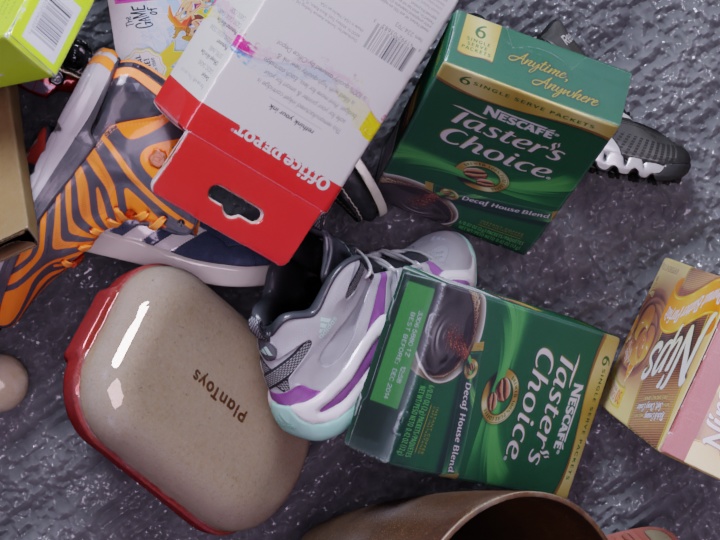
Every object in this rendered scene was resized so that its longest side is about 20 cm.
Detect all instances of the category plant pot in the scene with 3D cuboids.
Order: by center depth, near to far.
[{"bbox_3d":[0.039,0.223,1.354,0.186,0.199,0.189,-3,96,-36],"label":"plant pot"}]

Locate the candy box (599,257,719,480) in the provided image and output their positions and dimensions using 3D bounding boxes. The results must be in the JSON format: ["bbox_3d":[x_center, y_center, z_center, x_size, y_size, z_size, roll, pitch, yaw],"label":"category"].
[{"bbox_3d":[0.221,0.061,1.368,0.055,0.200,0.116,24,93,-7],"label":"candy box"}]

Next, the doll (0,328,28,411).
[{"bbox_3d":[-0.294,0.013,1.393,0.136,0.048,0.200,-39,96,0],"label":"doll"}]

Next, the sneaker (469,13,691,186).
[{"bbox_3d":[0.140,-0.121,1.413,0.198,0.066,0.091,19,95,-4],"label":"sneaker"}]

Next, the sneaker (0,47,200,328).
[{"bbox_3d":[-0.163,-0.032,1.322,0.111,0.078,0.201,28,109,-8],"label":"sneaker"}]

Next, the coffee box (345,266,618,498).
[{"bbox_3d":[0.085,0.078,1.370,0.199,0.044,0.124,19,91,-48],"label":"coffee box"}]

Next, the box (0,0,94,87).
[{"bbox_3d":[-0.241,-0.167,1.291,0.048,0.199,0.123,42,59,-35],"label":"box"}]

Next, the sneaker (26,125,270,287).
[{"bbox_3d":[-0.133,-0.046,1.389,0.198,0.075,0.085,13,98,-6],"label":"sneaker"}]

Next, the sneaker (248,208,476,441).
[{"bbox_3d":[0.000,0.000,1.352,0.200,0.077,0.141,-48,132,-36],"label":"sneaker"}]

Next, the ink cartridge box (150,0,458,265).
[{"bbox_3d":[-0.044,-0.118,1.274,0.116,0.067,0.201,30,96,-31],"label":"ink cartridge box"}]

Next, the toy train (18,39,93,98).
[{"bbox_3d":[-0.213,-0.139,1.398,0.198,0.034,0.046,22,102,-6],"label":"toy train"}]

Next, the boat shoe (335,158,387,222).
[{"bbox_3d":[-0.065,-0.099,1.388,0.066,0.074,0.200,-40,94,-10],"label":"boat shoe"}]

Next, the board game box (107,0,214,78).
[{"bbox_3d":[-0.097,-0.213,1.301,0.133,0.034,0.202,-5,115,5],"label":"board game box"}]

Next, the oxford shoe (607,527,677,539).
[{"bbox_3d":[0.145,0.255,1.445,0.199,0.071,0.074,-34,120,-1],"label":"oxford shoe"}]

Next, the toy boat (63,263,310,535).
[{"bbox_3d":[-0.128,0.090,1.382,0.200,0.130,0.131,44,61,-32],"label":"toy boat"}]

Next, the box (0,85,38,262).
[{"bbox_3d":[-0.286,-0.064,1.314,0.162,0.201,0.021,-23,140,10],"label":"box"}]

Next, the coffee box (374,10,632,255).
[{"bbox_3d":[0.086,-0.085,1.348,0.122,0.200,0.044,20,63,-6],"label":"coffee box"}]
